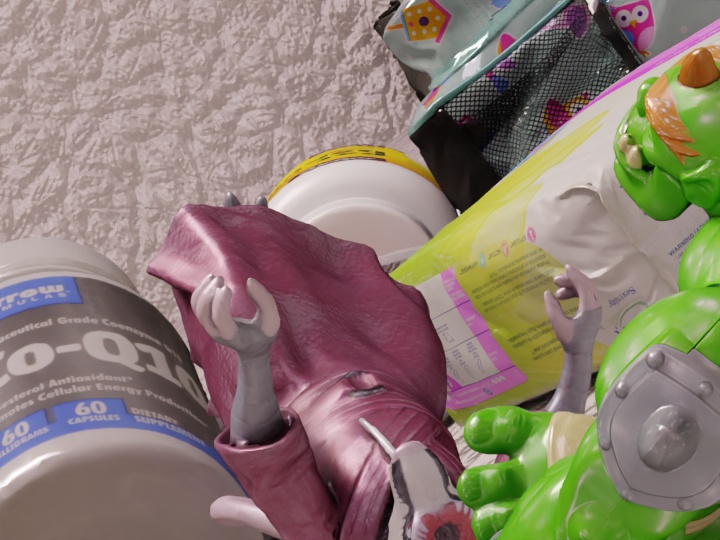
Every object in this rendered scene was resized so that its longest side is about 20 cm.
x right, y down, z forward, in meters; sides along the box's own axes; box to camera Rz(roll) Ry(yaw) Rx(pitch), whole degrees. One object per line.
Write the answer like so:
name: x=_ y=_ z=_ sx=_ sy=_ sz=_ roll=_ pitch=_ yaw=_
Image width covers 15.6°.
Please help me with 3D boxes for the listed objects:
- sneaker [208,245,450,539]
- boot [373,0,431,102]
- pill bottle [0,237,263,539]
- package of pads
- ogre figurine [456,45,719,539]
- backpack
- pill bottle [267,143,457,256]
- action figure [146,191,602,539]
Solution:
sneaker: x=-0.027 y=0.055 z=1.094 sx=0.200 sy=0.078 sz=0.112 roll=-38 pitch=5 yaw=5
boot: x=0.069 y=-0.265 z=3.153 sx=0.068 sy=0.131 sz=0.200 roll=-38 pitch=6 yaw=-11
pill bottle: x=-0.108 y=0.069 z=0.971 sx=0.114 sy=0.114 sz=0.200 roll=-38 pitch=28 yaw=4
package of pads: x=0.097 y=-0.024 z=0.945 sx=0.154 sy=0.068 sz=0.200 roll=-41 pitch=4 yaw=-26
ogre figurine: x=0.092 y=0.009 z=0.550 sx=0.199 sy=0.098 sz=0.120 roll=-24 pitch=-19 yaw=-19
backpack: x=0.112 y=-0.105 z=1.153 sx=0.199 sy=0.154 sz=0.176 roll=-32 pitch=0 yaw=6
pill bottle: x=0.000 y=0.000 z=1.224 sx=0.109 sy=0.109 sz=0.200 roll=-38 pitch=5 yaw=3
action figure: x=-0.007 y=0.057 z=0.771 sx=0.200 sy=0.133 sz=0.150 roll=-122 pitch=44 yaw=-60
